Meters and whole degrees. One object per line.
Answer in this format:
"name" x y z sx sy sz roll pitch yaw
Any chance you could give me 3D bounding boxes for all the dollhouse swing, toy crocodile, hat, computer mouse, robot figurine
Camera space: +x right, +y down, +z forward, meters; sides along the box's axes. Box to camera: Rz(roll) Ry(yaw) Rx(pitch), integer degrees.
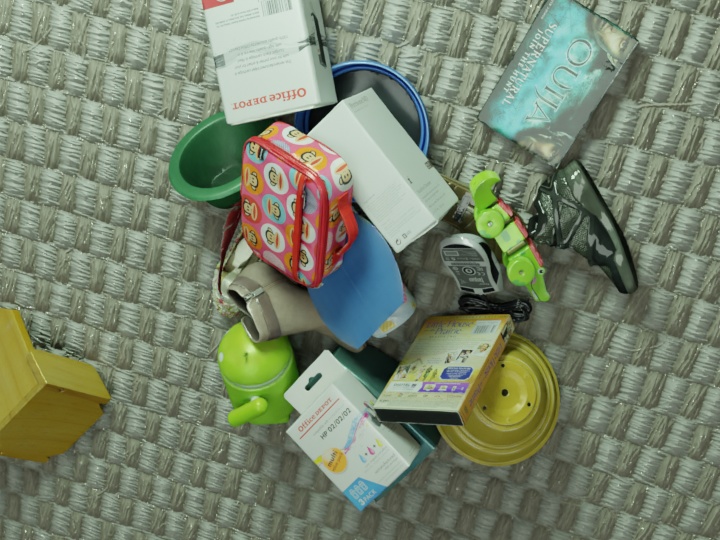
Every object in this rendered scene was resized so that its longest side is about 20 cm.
"dollhouse swing" -0.561 0.190 1.655 0.200 0.177 0.181 -43 139 22
"toy crocodile" 0.207 -0.044 1.328 0.061 0.068 0.201 -32 103 13
"hat" -0.182 -0.113 1.441 0.198 0.166 0.177 -31 140 -4
"computer mouse" 0.171 0.004 1.377 0.108 0.044 0.201 3 144 28
"robot figurine" -0.154 0.157 1.489 0.114 0.177 0.202 -2 139 6

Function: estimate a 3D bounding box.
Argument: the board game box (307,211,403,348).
"board game box" -0.002 0.007 1.353 0.159 0.039 0.200 57 137 14

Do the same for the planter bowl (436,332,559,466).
"planter bowl" 0.203 0.180 1.406 0.197 0.084 0.204 1 78 -4

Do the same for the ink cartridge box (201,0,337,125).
"ink cartridge box" -0.124 -0.310 1.317 0.142 0.084 0.204 -8 97 20

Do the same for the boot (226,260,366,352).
"boot" -0.101 0.068 1.430 0.200 0.145 0.071 48 138 15

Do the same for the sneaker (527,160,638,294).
"sneaker" 0.307 -0.042 1.359 0.113 0.076 0.201 -31 99 23

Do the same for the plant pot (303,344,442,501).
"plant pot" 0.014 0.211 1.486 0.200 0.141 0.141 44 113 -2

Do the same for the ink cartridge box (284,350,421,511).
"ink cartridge box" -0.024 0.229 1.396 0.200 0.068 0.115 45 113 5

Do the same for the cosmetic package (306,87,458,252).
"cosmetic package" 0.031 -0.137 1.301 0.081 0.113 0.201 -36 94 29

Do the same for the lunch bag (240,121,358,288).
"lunch bag" -0.077 -0.080 1.293 0.175 0.082 0.202 33 139 25

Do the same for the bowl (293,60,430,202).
"bowl" 0.003 -0.199 1.382 0.197 0.039 0.204 4 111 11

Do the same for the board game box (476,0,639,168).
"board game box" 0.264 -0.257 1.309 0.134 0.028 0.202 30 114 0

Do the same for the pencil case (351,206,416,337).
"pencil case" 0.000 0.000 1.429 0.201 0.091 0.083 54 149 -12

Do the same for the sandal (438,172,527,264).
"sandal" 0.156 -0.084 1.383 0.198 0.054 0.081 30 110 -6

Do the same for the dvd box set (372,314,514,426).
"dvd box set" 0.120 0.138 1.377 0.145 0.201 0.030 -4 125 36

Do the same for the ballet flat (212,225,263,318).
"ballet flat" -0.187 -0.007 1.482 0.075 0.064 0.202 28 114 5
